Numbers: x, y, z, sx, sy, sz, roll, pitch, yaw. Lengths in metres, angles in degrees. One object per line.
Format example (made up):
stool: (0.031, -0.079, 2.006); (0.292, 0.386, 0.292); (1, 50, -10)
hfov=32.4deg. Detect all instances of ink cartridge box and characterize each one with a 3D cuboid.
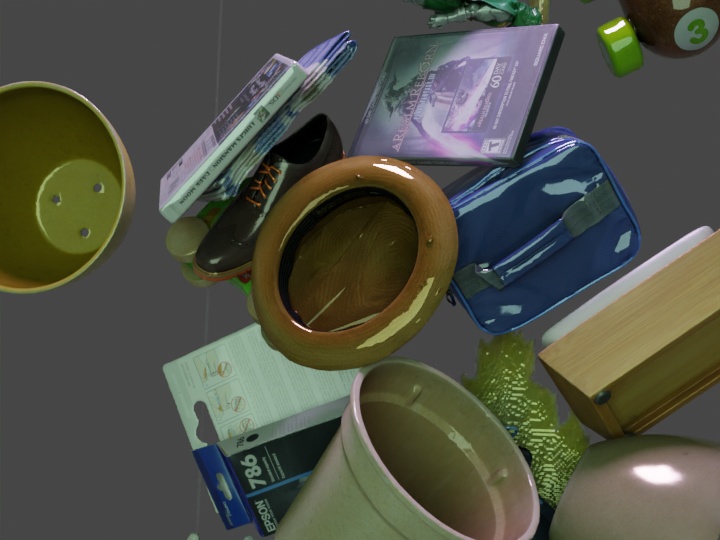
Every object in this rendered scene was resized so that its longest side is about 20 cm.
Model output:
ink cartridge box: (-0.078, 0.130, 1.238); (0.198, 0.050, 0.164); (-25, 82, 11)
ink cartridge box: (-0.056, 0.189, 1.180); (0.197, 0.039, 0.101); (-20, 111, 7)

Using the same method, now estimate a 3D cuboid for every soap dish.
soap dish: (0.272, 0.067, 1.126); (0.199, 0.158, 0.082); (-35, 53, 4)

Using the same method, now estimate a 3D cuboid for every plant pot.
plant pot: (0.246, 0.227, 1.102); (0.133, 0.200, 0.203); (24, 89, 18)
plant pot: (0.023, 0.212, 1.084); (0.201, 0.200, 0.184); (46, 118, 10)
plant pot: (-0.306, -0.073, 1.240); (0.197, 0.142, 0.203); (-1, 85, 8)

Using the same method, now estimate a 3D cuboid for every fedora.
fedora: (0.000, 0.000, 1.103); (0.198, 0.082, 0.204); (-6, 70, 18)

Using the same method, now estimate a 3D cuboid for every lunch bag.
lunch bag: (0.150, -0.035, 1.152); (0.199, 0.132, 0.137); (-32, 99, 6)

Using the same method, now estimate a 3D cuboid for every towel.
towel: (-0.087, -0.144, 1.198); (0.024, 0.147, 0.201); (42, 78, -16)

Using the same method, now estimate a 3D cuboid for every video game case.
video game case: (-0.126, -0.132, 1.193); (0.023, 0.200, 0.182); (42, 93, -14)
video game case: (0.088, -0.165, 1.178); (0.198, 0.019, 0.145); (5, 67, 41)

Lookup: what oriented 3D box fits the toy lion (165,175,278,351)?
toy lion: (-0.064, -0.032, 1.221); (0.199, 0.069, 0.192); (34, 72, 31)

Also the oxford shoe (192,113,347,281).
oxford shoe: (-0.092, -0.073, 1.178); (0.071, 0.073, 0.200); (27, 61, 28)

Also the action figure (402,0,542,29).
action figure: (0.084, -0.270, 1.226); (0.197, 0.118, 0.055); (15, 110, 2)

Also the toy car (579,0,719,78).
toy car: (0.285, -0.289, 1.134); (0.162, 0.200, 0.160); (-24, 81, 6)

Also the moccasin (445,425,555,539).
moccasin: (0.137, 0.192, 1.187); (0.068, 0.080, 0.201); (-35, 95, -1)

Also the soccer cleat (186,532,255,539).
soccer cleat: (-0.086, 0.306, 1.194); (0.197, 0.070, 0.088); (15, 74, -7)
